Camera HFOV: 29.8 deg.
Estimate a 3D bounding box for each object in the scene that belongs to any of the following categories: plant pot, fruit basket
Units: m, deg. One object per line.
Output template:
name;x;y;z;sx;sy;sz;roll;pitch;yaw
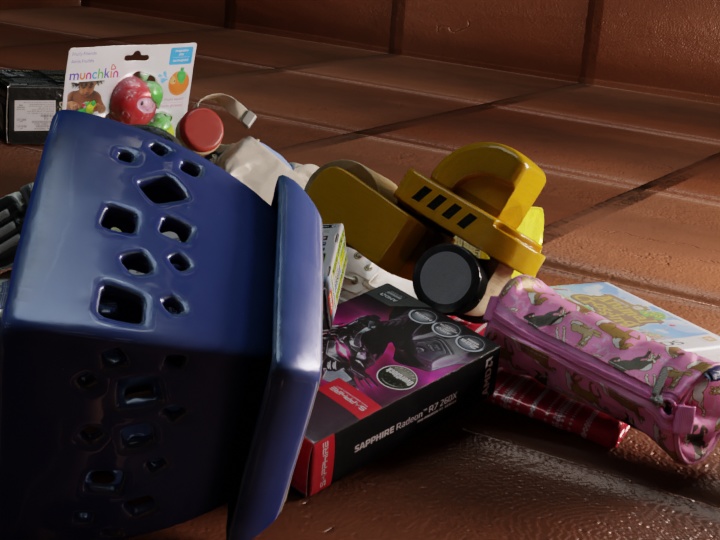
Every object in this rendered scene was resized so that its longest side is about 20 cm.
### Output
plant pot;-0.121;0.045;0.837;0.180;0.200;0.200;9;41;-9
fruit basket;-0.276;-0.170;1.611;0.185;0.200;0.094;-11;37;-44

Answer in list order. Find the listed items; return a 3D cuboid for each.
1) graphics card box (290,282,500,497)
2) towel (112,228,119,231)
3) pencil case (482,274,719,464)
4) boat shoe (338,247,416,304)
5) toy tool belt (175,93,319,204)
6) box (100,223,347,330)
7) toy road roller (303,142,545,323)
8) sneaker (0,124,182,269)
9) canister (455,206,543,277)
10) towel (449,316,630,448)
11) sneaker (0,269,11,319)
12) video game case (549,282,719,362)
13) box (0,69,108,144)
graphics card box;-0.006;0.082;1.003;0.200;0.051;0.125;-21;38;-39
towel;-0.192;-0.009;1.367;0.148;0.037;0.200;3;16;-10
pencil case;0.185;0.072;1.032;0.083;0.087;0.200;-39;45;-26
boat shoe;0.000;0.000;1.329;0.200;0.069;0.071;17;18;33
toy tool belt;-0.128;-0.089;1.438;0.200;0.125;0.123;39;-21;-17
box;-0.115;0.007;0.999;0.200;0.035;0.110;-2;27;8
toy road roller;0.067;-0.054;1.142;0.200;0.146;0.123;33;5;20
sneaker;-0.226;-0.059;1.167;0.200;0.075;0.115;-24;-13;11
canister;0.081;-0.038;1.435;0.200;0.087;0.149;8;6;18
towel;0.134;0.087;1.113;0.200;0.023;0.145;18;20;19
sneaker;-0.291;0.041;1.101;0.088;0.075;0.200;13;19;25
video game case;0.222;0.053;1.295;0.182;0.022;0.200;-4;18;-27
box;-0.447;-0.247;2.020;0.200;0.086;0.164;-4;18;-27
